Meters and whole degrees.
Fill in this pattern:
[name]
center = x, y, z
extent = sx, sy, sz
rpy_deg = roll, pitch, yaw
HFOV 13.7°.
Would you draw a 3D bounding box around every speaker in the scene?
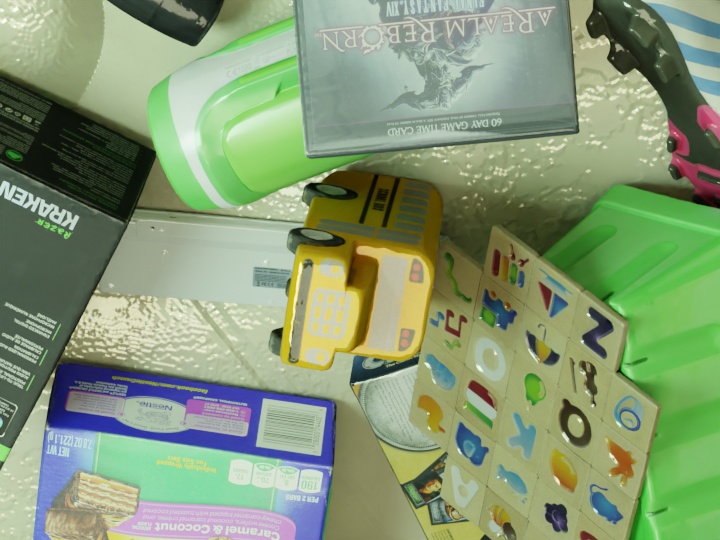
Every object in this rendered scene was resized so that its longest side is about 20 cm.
[speaker]
center = -0.010, -0.099, 1.611
extent = 0.200, 0.088, 0.088
rpy_deg = -20, 117, 15

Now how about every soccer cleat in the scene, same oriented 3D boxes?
[soccer cleat]
center = 0.193, -0.105, 1.603
extent = 0.070, 0.086, 0.200
rpy_deg = 20, 155, 44

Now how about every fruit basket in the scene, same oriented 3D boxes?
[fruit basket]
center = 0.207, 0.052, 1.656
extent = 0.216, 0.155, 0.216
rpy_deg = -9, 106, -34

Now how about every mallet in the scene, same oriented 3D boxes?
[mallet]
center = -0.062, -0.188, 1.561
extent = 0.066, 0.041, 0.200
rpy_deg = 34, 134, -17

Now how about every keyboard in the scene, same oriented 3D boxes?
[keyboard]
center = -0.050, -0.003, 1.715
extent = 0.200, 0.011, 0.056
rpy_deg = 5, 125, 2

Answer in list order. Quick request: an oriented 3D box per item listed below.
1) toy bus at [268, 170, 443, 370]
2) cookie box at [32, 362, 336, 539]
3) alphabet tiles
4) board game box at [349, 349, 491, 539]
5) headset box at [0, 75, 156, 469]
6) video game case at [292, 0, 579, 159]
[toy bus]
center = 0.000, 0.000, 1.595
extent = 0.078, 0.200, 0.065
rpy_deg = 10, 105, 1
[cookie box]
center = -0.110, 0.167, 1.778
extent = 0.171, 0.075, 0.200
rpy_deg = 8, 121, -1
[alphabet tiles]
center = 0.093, 0.078, 1.638
extent = 0.166, 0.006, 0.200
rpy_deg = 38, 136, 32
[board game box]
center = 0.095, 0.118, 1.757
extent = 0.135, 0.035, 0.200
rpy_deg = -18, 117, 14
[headset box]
center = -0.237, -0.008, 1.672
extent = 0.174, 0.093, 0.200
rpy_deg = 27, 119, -6
[video game case]
center = 0.034, -0.163, 1.547
extent = 0.143, 0.019, 0.200
rpy_deg = -5, 85, 7
